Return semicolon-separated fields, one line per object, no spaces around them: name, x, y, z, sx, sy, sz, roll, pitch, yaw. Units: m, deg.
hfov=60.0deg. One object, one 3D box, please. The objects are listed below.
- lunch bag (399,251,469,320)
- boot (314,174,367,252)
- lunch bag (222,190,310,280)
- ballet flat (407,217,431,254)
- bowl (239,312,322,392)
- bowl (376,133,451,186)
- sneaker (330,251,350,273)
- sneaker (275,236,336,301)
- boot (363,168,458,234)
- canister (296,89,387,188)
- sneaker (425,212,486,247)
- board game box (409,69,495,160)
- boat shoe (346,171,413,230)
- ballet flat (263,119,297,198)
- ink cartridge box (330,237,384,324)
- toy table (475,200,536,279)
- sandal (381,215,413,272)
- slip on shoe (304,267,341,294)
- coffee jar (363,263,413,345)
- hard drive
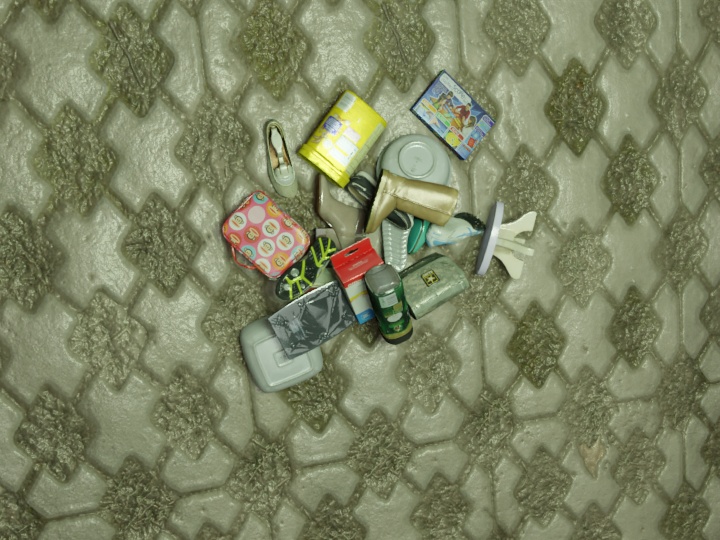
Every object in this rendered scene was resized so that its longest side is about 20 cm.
lunch bag;0.177;0.041;1.622;0.163;0.200;0.118;-29;104;-6
boot;-0.044;-0.146;1.611;0.144;0.070;0.202;0;108;-10
lunch bag;-0.241;-0.077;1.556;0.200;0.082;0.176;44;87;0
ballet flat;0.173;-0.138;1.664;0.070;0.067;0.203;5;99;-25
bowl;-0.204;0.217;1.632;0.198;0.075;0.202;-20;104;-8
bowl;0.140;-0.268;1.588;0.198;0.090;0.204;0;78;-1
sneaker;0.000;0.000;1.647;0.074;0.082;0.199;-46;130;12
sneaker;-0.133;0.007;1.560;0.075;0.077;0.200;42;68;8
boot;0.122;-0.145;1.541;0.198;0.066;0.177;17;112;-10
canister;-0.043;-0.332;1.575;0.148;0.087;0.201;37;88;-15
sneaker;0.254;-0.107;1.674;0.198;0.073;0.072;-11;57;-34
board game box;0.245;-0.410;1.650;0.200;0.034;0.136;41;88;-15
boat shoe;0.049;-0.169;1.599;0.200;0.074;0.060;45;57;0
ballet flat;-0.204;-0.276;1.560;0.067;0.062;0.202;-17;102;-9
ink cartridge box;0.010;0.027;1.568;0.115;0.067;0.201;-28;133;-6
toy table;0.392;-0.076;1.675;0.116;0.184;0.202;13;115;2
sandal;0.095;-0.094;1.661;0.081;0.050;0.205;8;82;6
slip on shoe;-0.105;0.036;1.635;0.198;0.075;0.061;4;142;-21
coffee jar;0.072;0.087;1.530;0.085;0.105;0.201;-22;134;-6
hard drive;-0.123;0.122;1.577;0.199;0.042;0.136;-29;106;-12
